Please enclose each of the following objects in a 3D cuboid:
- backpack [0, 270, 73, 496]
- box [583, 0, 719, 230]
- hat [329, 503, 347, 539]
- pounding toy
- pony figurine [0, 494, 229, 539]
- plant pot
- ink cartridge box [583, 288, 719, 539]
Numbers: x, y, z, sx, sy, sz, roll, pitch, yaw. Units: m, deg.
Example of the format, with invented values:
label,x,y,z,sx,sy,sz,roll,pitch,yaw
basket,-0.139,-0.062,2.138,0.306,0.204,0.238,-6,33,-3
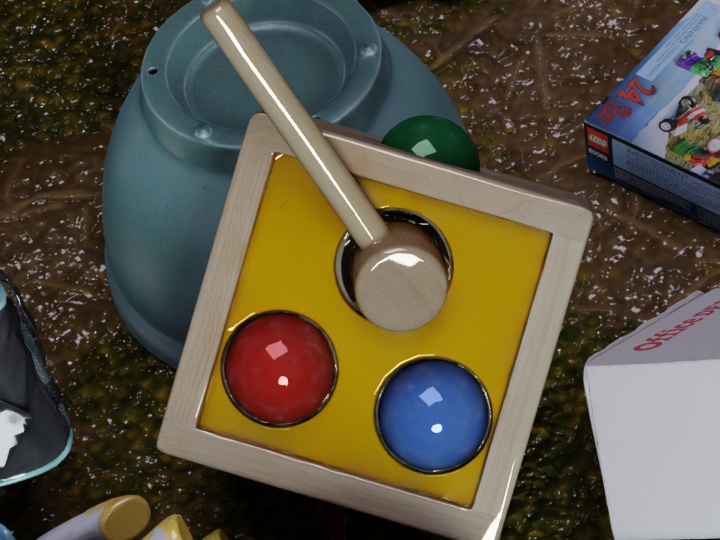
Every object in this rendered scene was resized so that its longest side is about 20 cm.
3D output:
label,x,y,z,sx,sy,sz,roll,pitch,yaw
backpack,-0.240,0.042,1.387,0.176,0.153,0.200,-25,12,-7
box,0.228,-0.099,1.531,0.137,0.038,0.200,27,58,29
hat,-0.025,0.200,1.302,0.200,0.166,0.176,-23,11,-32
pounding toy,0.000,0.000,1.321,0.184,0.142,0.200,16,95,2
pony figurine,-0.153,0.179,1.284,0.200,0.167,0.193,-25,19,6
plant pot,-0.040,-0.058,1.476,0.200,0.134,0.200,-5,49,6
ink cartridge box,0.216,0.055,1.262,0.200,0.084,0.145,-4,10,31
